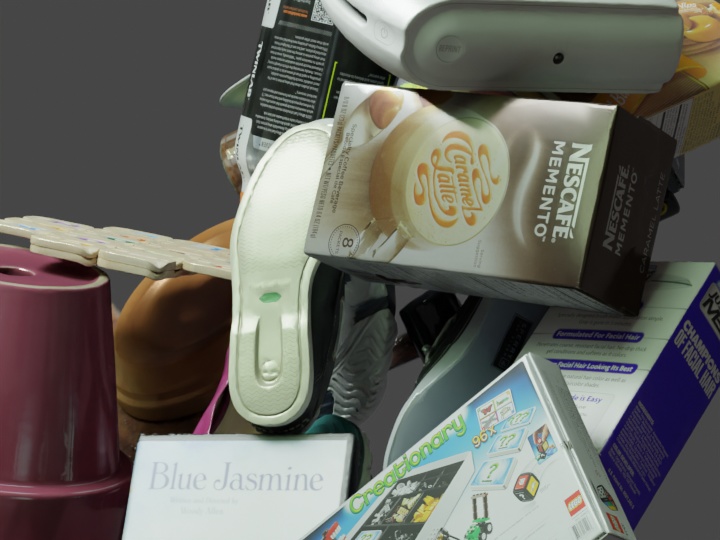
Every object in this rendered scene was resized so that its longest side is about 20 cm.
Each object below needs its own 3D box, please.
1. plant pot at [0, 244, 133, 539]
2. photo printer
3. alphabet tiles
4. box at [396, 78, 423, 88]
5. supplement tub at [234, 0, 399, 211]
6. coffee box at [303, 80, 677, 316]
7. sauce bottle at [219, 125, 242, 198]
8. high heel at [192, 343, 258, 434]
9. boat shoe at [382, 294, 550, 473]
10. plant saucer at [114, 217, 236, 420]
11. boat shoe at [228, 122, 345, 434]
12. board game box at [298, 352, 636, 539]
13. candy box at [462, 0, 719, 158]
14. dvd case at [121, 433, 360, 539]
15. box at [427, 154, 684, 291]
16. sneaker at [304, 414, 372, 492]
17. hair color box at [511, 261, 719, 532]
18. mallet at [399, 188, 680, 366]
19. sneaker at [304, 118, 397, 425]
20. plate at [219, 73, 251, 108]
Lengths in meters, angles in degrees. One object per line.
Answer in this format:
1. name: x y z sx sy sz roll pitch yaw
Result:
1. plant pot: -0.242 0.083 1.809 0.198 0.180 0.200 9 12 -2
2. photo printer: 0.076 -0.165 1.666 0.198 0.070 0.167 0 26 -22
3. alphabet tiles: -0.156 -0.012 1.886 0.194 0.015 0.200 11 4 11
4. box: 0.077 -0.124 1.819 0.035 0.110 0.201 -13 40 33
5. supplement tub: -0.020 -0.128 1.929 0.122 0.122 0.202 21 98 57
6. coffee box: 0.077 -0.045 1.629 0.199 0.080 0.115 7 80 34
7. sauce bottle: -0.011 -0.118 2.062 0.199 0.065 0.065 -27 30 14
8. high heel: -0.068 0.097 1.801 0.201 0.067 0.096 -56 22 -6
9. boat shoe: 0.070 0.062 1.692 0.200 0.073 0.068 -65 12 -10
10. plant saucer: -0.107 0.025 1.982 0.199 0.038 0.201 -26 30 16
11. boat shoe: -0.042 0.007 1.710 0.071 0.068 0.202 1 74 21
12. board game box: 0.053 0.156 1.522 0.200 0.035 0.127 -40 50 24
13. candy box: 0.168 -0.121 1.759 0.199 0.056 0.115 -25 49 -35
14. dvd case: -0.079 0.188 1.622 0.141 0.018 0.201 -2 57 14
15. box: 0.125 -0.083 1.872 0.199 0.051 0.158 -24 33 22
16. sneaker: -0.065 0.162 1.690 0.077 0.080 0.200 6 48 51
17. hair color box: 0.137 0.084 1.603 0.109 0.065 0.201 1 48 45
18. mallet: 0.115 -0.004 1.755 0.200 0.066 0.041 -39 6 -8
19. sneaker: 0.000 0.000 1.801 0.079 0.201 0.129 -10 -1 21
20. plate: -0.015 -0.163 2.097 0.199 0.026 0.200 -26 -2 -1
